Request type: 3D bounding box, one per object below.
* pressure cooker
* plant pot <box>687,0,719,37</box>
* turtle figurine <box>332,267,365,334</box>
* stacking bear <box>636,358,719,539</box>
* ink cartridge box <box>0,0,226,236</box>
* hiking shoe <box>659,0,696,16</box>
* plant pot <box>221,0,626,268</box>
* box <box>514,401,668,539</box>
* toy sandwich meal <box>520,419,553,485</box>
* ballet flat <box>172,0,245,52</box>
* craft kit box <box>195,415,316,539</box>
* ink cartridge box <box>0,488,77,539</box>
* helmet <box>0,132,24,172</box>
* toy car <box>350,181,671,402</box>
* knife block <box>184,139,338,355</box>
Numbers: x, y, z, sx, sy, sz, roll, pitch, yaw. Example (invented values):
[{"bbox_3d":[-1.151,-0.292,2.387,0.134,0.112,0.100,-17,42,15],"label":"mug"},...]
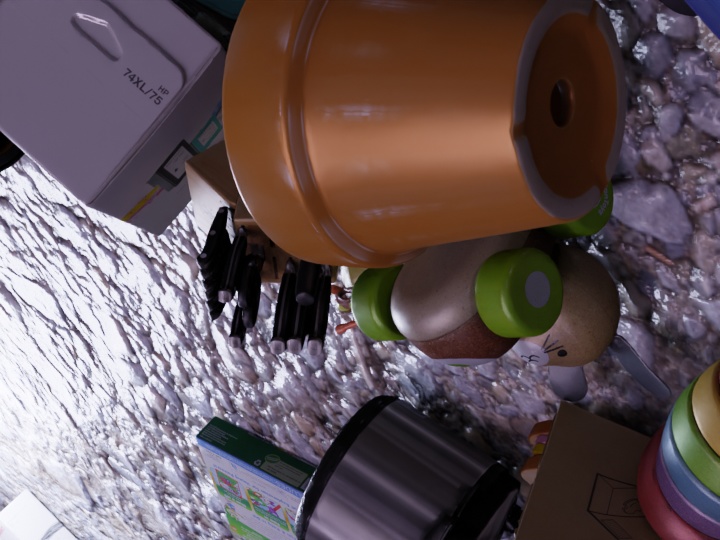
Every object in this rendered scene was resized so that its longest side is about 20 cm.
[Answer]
[{"bbox_3d":[0.059,0.234,1.025,0.198,0.176,0.180,30,128,18],"label":"pressure cooker"},{"bbox_3d":[0.180,-0.206,0.396,0.200,0.200,0.180,46,154,-4],"label":"plant pot"},{"bbox_3d":[0.000,0.000,0.932,0.199,0.064,0.162,-16,114,53],"label":"turtle figurine"},{"bbox_3d":[0.265,0.096,0.716,0.121,0.113,0.202,45,142,27],"label":"stacking bear"},{"bbox_3d":[-0.184,-0.136,0.836,0.146,0.146,0.200,40,179,6],"label":"ink cartridge box"},{"bbox_3d":[0.118,-0.198,0.601,0.200,0.076,0.101,44,159,14],"label":"hiking shoe"},{"bbox_3d":[0.050,-0.097,0.656,0.181,0.200,0.202,7,132,40],"label":"plant pot"},{"bbox_3d":[0.215,0.187,0.780,0.197,0.164,0.021,21,131,10],"label":"box"},{"bbox_3d":[0.220,0.208,0.917,0.203,0.070,0.207,28,143,23],"label":"toy sandwich meal"},{"bbox_3d":[-0.073,-0.181,0.830,0.200,0.074,0.074,42,147,7],"label":"ballet flat"},{"bbox_3d":[-0.102,0.295,1.381,0.198,0.048,0.200,21,137,31],"label":"craft kit box"},{"bbox_3d":[-0.629,0.545,2.173,0.200,0.086,0.146,46,146,0],"label":"ink cartridge box"},{"bbox_3d":[-0.433,-0.162,1.104,0.198,0.191,0.202,28,144,23],"label":"helmet"},{"bbox_3d":[0.125,0.035,0.777,0.200,0.159,0.163,46,152,-24],"label":"toy car"},{"bbox_3d":[-0.037,-0.034,0.786,0.175,0.199,0.065,39,149,33],"label":"knife block"}]
